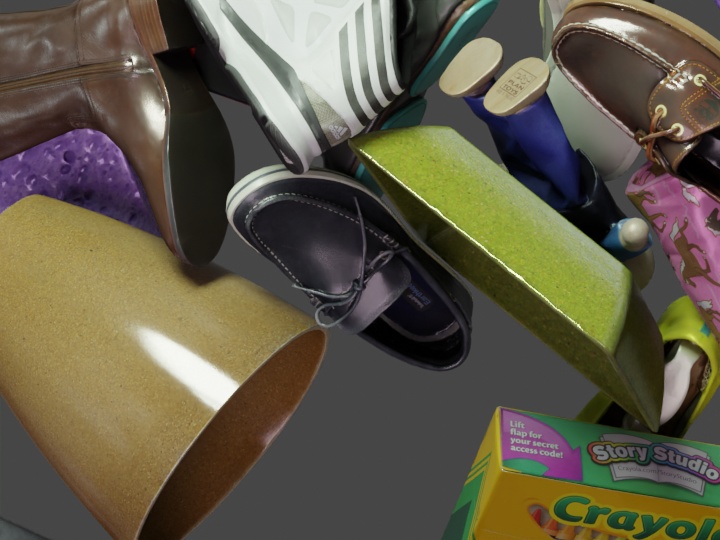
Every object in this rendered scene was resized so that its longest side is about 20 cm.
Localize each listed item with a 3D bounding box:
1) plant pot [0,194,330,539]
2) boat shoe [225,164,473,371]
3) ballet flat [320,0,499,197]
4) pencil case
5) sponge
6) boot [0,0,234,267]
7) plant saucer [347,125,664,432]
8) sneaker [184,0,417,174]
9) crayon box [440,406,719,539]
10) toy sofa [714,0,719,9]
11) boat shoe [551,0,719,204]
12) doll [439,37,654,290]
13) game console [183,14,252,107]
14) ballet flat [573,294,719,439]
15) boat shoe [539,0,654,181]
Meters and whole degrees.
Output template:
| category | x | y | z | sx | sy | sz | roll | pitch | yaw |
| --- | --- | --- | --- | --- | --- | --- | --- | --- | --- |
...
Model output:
| category | x | y | z | sx | sy | sz | roll | pitch | yaw |
| --- | --- | --- | --- | --- | --- | --- | --- | --- | --- |
| plant pot | -0.154 | 0.049 | 1.557 | 0.200 | 0.186 | 0.187 | 38 | 119 | 11 |
| boat shoe | 0.000 | 0.000 | 1.519 | 0.075 | 0.062 | 0.200 | -39 | 129 | 19 |
| ballet flat | 0.016 | -0.116 | 1.513 | 0.068 | 0.068 | 0.200 | 42 | 125 | 14 |
| pencil case | 0.241 | 0.002 | 1.480 | 0.083 | 0.087 | 0.200 | -24 | 105 | 50 |
| sponge | -0.177 | -0.017 | 1.640 | 0.111 | 0.030 | 0.200 | -16 | 106 | 23 |
| boot | -0.179 | -0.081 | 1.547 | 0.200 | 0.064 | 0.187 | -11 | 84 | 33 |
| plant saucer | 0.099 | -0.005 | 1.450 | 0.200 | 0.200 | 0.048 | 40 | 86 | 21 |
| sneaker | -0.033 | -0.151 | 1.436 | 0.115 | 0.201 | 0.076 | -31 | 145 | -3 |
| crayon box | 0.157 | 0.173 | 1.534 | 0.200 | 0.058 | 0.173 | 10 | 136 | -9 |
| toy sofa | 0.234 | -0.162 | 1.403 | 0.083 | 0.098 | 0.200 | -31 | 101 | 27 |
| boat shoe | 0.191 | -0.081 | 1.389 | 0.200 | 0.070 | 0.070 | 30 | 144 | 6 |
| doll | 0.122 | -0.048 | 1.471 | 0.136 | 0.048 | 0.200 | 29 | 162 | 45 |
| game console | -0.083 | -0.204 | 1.506 | 0.177 | 0.031 | 0.200 | 22 | 114 | 29 |
| ballet flat | 0.169 | 0.100 | 1.554 | 0.067 | 0.067 | 0.200 | 30 | 119 | 1 |
| boat shoe | 0.138 | -0.141 | 1.459 | 0.072 | 0.060 | 0.202 | 6 | 133 | 13 |
